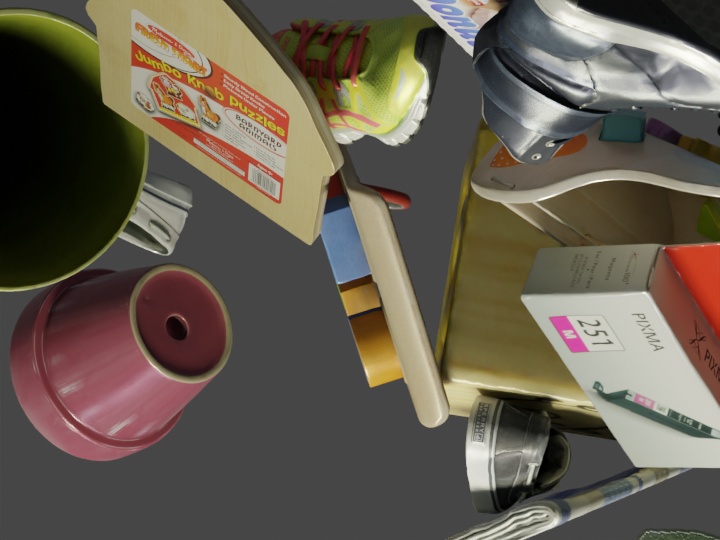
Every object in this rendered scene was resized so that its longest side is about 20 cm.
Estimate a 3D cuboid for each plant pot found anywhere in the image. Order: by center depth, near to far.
[{"bbox_3d":[-0.267,-0.095,1.843,0.187,0.187,0.200,14,-176,-26],"label":"plant pot"},{"bbox_3d":[-0.233,0.079,2.759,0.200,0.200,0.179,16,153,-35],"label":"plant pot"}]

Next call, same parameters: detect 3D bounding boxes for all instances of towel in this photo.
[{"bbox_3d":[0.147,0.173,1.958,0.147,0.024,0.200,-27,172,41],"label":"towel"}]

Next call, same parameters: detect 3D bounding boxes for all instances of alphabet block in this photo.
[{"bbox_3d":[0.163,0.013,1.940,0.200,0.197,0.195,9,169,1],"label":"alphabet block"}]

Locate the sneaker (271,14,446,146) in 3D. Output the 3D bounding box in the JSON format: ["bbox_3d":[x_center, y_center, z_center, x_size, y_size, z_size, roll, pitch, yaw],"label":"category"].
[{"bbox_3d":[-0.014,-0.124,1.669,0.090,0.078,0.200,20,165,-21],"label":"sneaker"}]

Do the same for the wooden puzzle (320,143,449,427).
[{"bbox_3d":[0.000,0.000,1.890,0.046,0.185,0.200,-19,-158,-5],"label":"wooden puzzle"}]

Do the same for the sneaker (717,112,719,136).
[{"bbox_3d":[0.268,-0.092,1.665,0.090,0.078,0.200,29,174,10],"label":"sneaker"}]

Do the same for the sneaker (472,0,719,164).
[{"bbox_3d":[0.161,-0.106,1.487,0.202,0.077,0.146,20,145,-13],"label":"sneaker"}]

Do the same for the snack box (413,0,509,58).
[{"bbox_3d":[0.087,-0.148,1.578,0.072,0.024,0.200,5,169,21],"label":"snack box"}]

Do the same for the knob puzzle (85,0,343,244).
[{"bbox_3d":[-0.086,-0.124,1.671,0.219,0.030,0.220,32,152,19],"label":"knob puzzle"}]

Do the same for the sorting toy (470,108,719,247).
[{"bbox_3d":[0.208,-0.041,1.695,0.200,0.107,0.180,32,169,-39],"label":"sorting toy"}]

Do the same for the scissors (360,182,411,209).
[{"bbox_3d":[-0.035,-0.074,2.149,0.073,0.014,0.200,4,171,39],"label":"scissors"}]

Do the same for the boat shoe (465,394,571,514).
[{"bbox_3d":[0.118,0.135,1.923,0.068,0.072,0.200,9,163,9],"label":"boat shoe"}]

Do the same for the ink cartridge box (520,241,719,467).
[{"bbox_3d":[0.222,0.057,1.724,0.173,0.044,0.200,-2,142,33],"label":"ink cartridge box"}]

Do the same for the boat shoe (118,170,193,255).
[{"bbox_3d":[-0.217,-0.061,2.236,0.200,0.067,0.073,18,167,-42],"label":"boat shoe"}]
